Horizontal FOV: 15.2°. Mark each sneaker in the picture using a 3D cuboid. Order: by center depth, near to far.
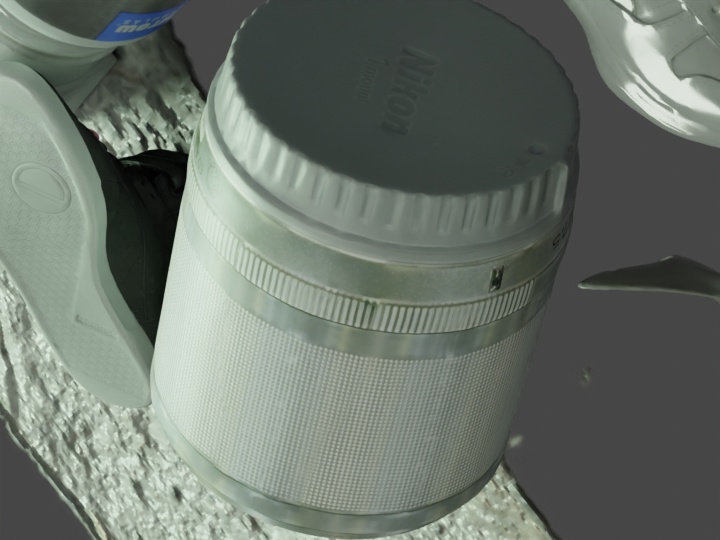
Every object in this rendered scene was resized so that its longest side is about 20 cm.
[{"bbox_3d":[0.114,-0.125,1.020,0.200,0.075,0.100,45,137,6],"label":"sneaker"},{"bbox_3d":[-0.120,-0.039,1.238,0.071,0.099,0.200,6,138,27],"label":"sneaker"}]

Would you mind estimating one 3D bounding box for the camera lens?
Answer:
[{"bbox_3d":[0.000,0.000,1.133,0.160,0.160,0.200,31,133,20],"label":"camera lens"}]

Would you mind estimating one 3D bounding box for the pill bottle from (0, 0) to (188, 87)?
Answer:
[{"bbox_3d":[-0.101,-0.165,1.141,0.114,0.114,0.200,51,137,0],"label":"pill bottle"}]

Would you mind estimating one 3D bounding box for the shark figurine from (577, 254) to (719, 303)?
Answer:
[{"bbox_3d":[0.176,0.085,1.102,0.128,0.089,0.215,-4,116,39],"label":"shark figurine"}]

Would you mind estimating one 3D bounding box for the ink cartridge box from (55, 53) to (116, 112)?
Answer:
[{"bbox_3d":[-0.225,-0.134,1.261,0.200,0.116,0.067,49,136,1],"label":"ink cartridge box"}]
